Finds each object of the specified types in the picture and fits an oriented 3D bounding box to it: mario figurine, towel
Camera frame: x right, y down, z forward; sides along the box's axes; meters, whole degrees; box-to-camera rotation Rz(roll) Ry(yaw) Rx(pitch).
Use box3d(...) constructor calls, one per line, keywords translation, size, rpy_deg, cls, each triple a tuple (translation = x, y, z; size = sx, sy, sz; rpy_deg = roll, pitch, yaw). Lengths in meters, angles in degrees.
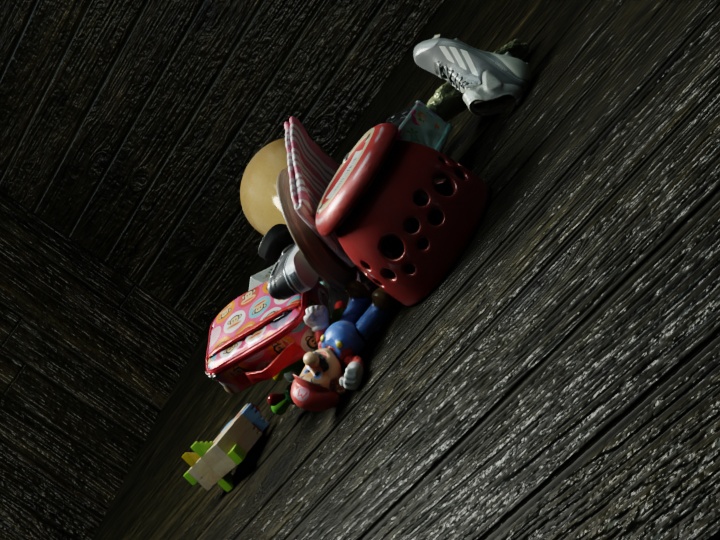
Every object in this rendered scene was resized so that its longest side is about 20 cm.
box3d(translation=(-0.035, 0.102, 1.557), size=(0.202, 0.105, 0.123), rpy_deg=(-58, 11, -20), cls="mario figurine")
box3d(translation=(-0.056, -0.117, 1.633), size=(0.030, 0.146, 0.202), rpy_deg=(-28, 44, 19), cls="towel")
box3d(translation=(0.180, -0.298, 1.826), size=(0.199, 0.037, 0.148), rpy_deg=(-34, -6, -24), cls="towel")

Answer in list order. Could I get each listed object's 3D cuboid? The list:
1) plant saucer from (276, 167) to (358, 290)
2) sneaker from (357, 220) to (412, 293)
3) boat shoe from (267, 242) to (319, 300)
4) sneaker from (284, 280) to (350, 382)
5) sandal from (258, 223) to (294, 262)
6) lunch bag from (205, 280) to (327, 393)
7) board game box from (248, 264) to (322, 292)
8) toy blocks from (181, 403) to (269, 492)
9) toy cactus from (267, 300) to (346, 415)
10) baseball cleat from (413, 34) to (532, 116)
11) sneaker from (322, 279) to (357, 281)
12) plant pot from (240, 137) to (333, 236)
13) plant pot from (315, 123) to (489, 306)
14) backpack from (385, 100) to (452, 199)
box3d(translation=(-0.056, -0.066, 1.650), size=(0.029, 0.202, 0.201), rpy_deg=(-27, 19, 18), cls="plant saucer")
box3d(translation=(0.046, -0.029, 1.683), size=(0.081, 0.087, 0.203), rpy_deg=(-103, 22, -55), cls="sneaker")
box3d(translation=(-0.088, -0.009, 1.643), size=(0.067, 0.072, 0.200), rpy_deg=(-27, 15, 21), cls="boat shoe")
box3d(translation=(-0.080, 0.096, 1.843), size=(0.201, 0.091, 0.078), rpy_deg=(-53, 9, 23), cls="sneaker")
box3d(translation=(-0.108, -0.045, 1.722), size=(0.076, 0.048, 0.200), rpy_deg=(-57, -20, 5), cls="sandal")
box3d(translation=(-0.141, 0.099, 1.689), size=(0.198, 0.082, 0.178), rpy_deg=(-30, 31, 20), cls="lunch bag")
box3d(translation=(-0.119, 0.060, 1.892), size=(0.199, 0.063, 0.150), rpy_deg=(-29, -44, -57), cls="board game box")
box3d(translation=(-0.218, 0.294, 1.935), size=(0.137, 0.100, 0.200), rpy_deg=(-49, 2, -38), cls="toy blocks")
box3d(translation=(-0.078, 0.144, 1.717), size=(0.200, 0.102, 0.165), rpy_deg=(-46, 20, 4), cls="toy cactus")
box3d(translation=(0.157, -0.294, 1.692), size=(0.108, 0.197, 0.070), rpy_deg=(-63, -30, -24), cls="baseball cleat")
box3d(translation=(0.000, 0.000, 1.865), size=(0.089, 0.075, 0.201), rpy_deg=(-22, -27, -34), cls="sneaker")
box3d(translation=(-0.090, -0.110, 1.890), size=(0.188, 0.185, 0.200), rpy_deg=(-55, 28, 4), cls="plant pot")
box3d(translation=(0.050, -0.083, 1.513), size=(0.201, 0.181, 0.201), rpy_deg=(-52, 12, 16), cls="plant pot")
box3d(translation=(0.066, -0.158, 1.757), size=(0.201, 0.149, 0.178), rpy_deg=(-56, 1, 32), cls="backpack")
